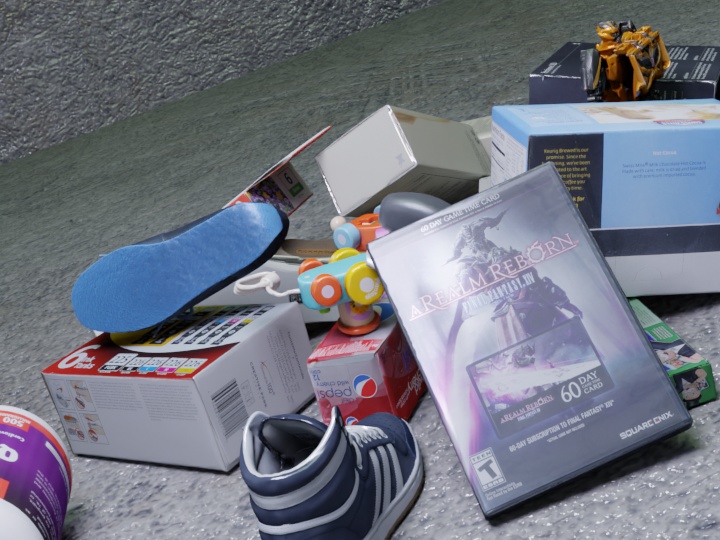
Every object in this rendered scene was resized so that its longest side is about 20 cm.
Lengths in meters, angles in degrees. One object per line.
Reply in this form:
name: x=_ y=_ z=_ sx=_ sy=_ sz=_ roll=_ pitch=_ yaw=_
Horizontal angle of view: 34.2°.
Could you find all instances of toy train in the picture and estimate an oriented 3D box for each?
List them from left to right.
toy train: x=0.000 y=0.000 z=0.933 sx=0.149 sy=0.056 sz=0.199 roll=-3 pitch=20 yaw=39

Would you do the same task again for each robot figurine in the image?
robot figurine: x=0.250 y=-0.126 z=1.046 sx=0.057 sy=0.203 sz=0.145 roll=-4 pitch=23 yaw=35

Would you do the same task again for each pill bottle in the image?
pill bottle: x=-0.260 y=0.178 z=0.791 sx=0.111 sy=0.114 sz=0.200 roll=-18 pitch=18 yaw=-2

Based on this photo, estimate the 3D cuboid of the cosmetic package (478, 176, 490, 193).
cosmetic package: x=0.160 y=-0.051 z=1.156 sx=0.081 sy=0.051 sz=0.200 roll=-12 pitch=19 yaw=11

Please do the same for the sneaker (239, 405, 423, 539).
sneaker: x=-0.015 y=0.116 z=0.745 sx=0.069 sy=0.110 sz=0.200 roll=-9 pitch=20 yaw=22

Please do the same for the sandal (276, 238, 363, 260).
sandal: x=0.008 y=-0.028 z=1.181 sx=0.196 sy=0.055 sz=0.080 roll=1 pitch=18 yaw=1

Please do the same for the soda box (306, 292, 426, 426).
soda box: x=0.026 y=0.055 z=0.945 sx=0.062 sy=0.071 sz=0.200 roll=-8 pitch=20 yaw=25

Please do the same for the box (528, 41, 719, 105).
box: x=0.281 y=-0.167 z=1.210 sx=0.179 sy=0.106 sz=0.200 roll=7 pitch=22 yaw=20

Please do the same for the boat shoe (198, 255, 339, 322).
boat shoe: x=-0.077 y=0.022 z=1.108 sx=0.196 sy=0.072 sz=0.064 roll=2 pitch=4 yaw=-16

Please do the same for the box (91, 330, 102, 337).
box: x=-0.169 y=0.048 z=1.197 sx=0.197 sy=0.042 sz=0.156 roll=-22 pitch=18 yaw=-16

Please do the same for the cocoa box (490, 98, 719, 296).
cocoa box: x=0.210 y=-0.061 z=0.931 sx=0.196 sy=0.134 sz=0.134 roll=-3 pitch=17 yaw=-6

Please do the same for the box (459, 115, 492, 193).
box: x=0.132 y=-0.128 z=1.359 sx=0.197 sy=0.079 sz=0.095 roll=-8 pitch=20 yaw=27

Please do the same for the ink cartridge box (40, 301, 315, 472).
ink cartridge box: x=-0.138 y=0.083 z=0.997 sx=0.198 sy=0.085 sz=0.175 roll=-3 pitch=23 yaw=39

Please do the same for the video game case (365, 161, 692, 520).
video game case: x=0.104 y=0.040 z=0.759 sx=0.141 sy=0.202 sz=0.019 roll=-23 pitch=-24 yaw=-2

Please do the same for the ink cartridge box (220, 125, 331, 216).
ink cartridge box: x=-0.104 y=-0.061 z=1.195 sx=0.199 sy=0.051 sz=0.109 roll=-35 pitch=7 yaw=31

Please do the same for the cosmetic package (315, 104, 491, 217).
cosmetic package: x=0.052 y=-0.108 z=1.227 sx=0.104 sy=0.072 sz=0.199 roll=-32 pitch=-15 yaw=24

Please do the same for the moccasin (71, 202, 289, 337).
moccasin: x=-0.143 y=0.004 z=0.969 sx=0.197 sy=0.082 sz=0.068 roll=-18 pitch=-3 yaw=17

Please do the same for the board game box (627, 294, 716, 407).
board game box: x=0.158 y=0.064 z=0.861 sx=0.133 sy=0.030 sz=0.200 roll=-19 pitch=18 yaw=-1

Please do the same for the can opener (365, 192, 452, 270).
can opener: x=0.090 y=0.008 z=0.804 sx=0.198 sy=0.068 sz=0.053 roll=26 pitch=38 yaw=25
